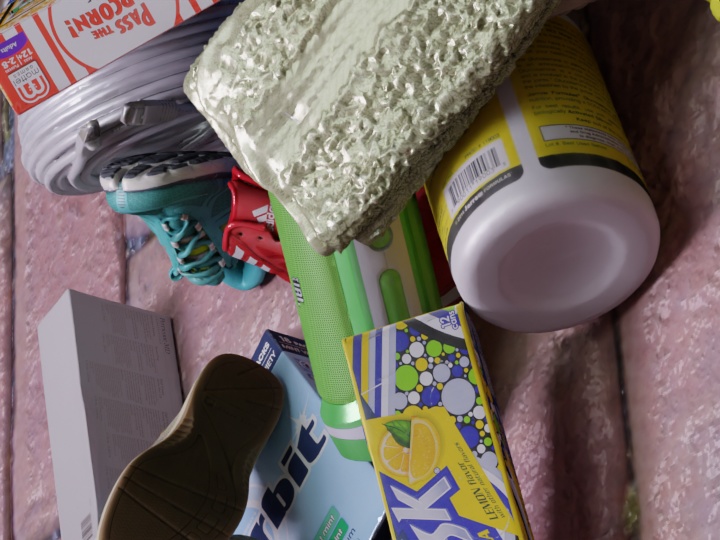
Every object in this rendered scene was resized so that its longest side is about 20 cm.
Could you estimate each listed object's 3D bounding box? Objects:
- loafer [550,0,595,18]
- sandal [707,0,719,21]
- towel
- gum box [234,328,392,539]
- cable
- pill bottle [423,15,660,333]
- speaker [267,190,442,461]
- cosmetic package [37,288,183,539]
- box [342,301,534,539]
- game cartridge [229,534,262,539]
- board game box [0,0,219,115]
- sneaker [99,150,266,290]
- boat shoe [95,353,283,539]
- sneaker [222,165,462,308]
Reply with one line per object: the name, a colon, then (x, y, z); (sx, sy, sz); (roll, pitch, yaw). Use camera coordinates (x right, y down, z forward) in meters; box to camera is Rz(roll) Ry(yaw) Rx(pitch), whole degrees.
loafer: (0.059, -0.182, 1.489); (0.199, 0.068, 0.076); (7, 43, 34)
sandal: (0.208, -0.160, 1.395); (0.087, 0.079, 0.200); (-53, 45, 23)
towel: (0.006, -0.121, 1.453); (0.148, 0.036, 0.200); (46, 106, 20)
gum box: (-0.041, 0.157, 1.652); (0.170, 0.044, 0.200); (-63, 34, 15)
cable: (-0.123, -0.108, 1.758); (0.200, 0.199, 0.069); (-33, 76, 57)
pill bottle: (0.084, -0.073, 1.503); (0.113, 0.112, 0.200); (-50, 38, 32)
speaker: (0.000, 0.000, 1.545); (0.088, 0.088, 0.201); (7, 115, 58)
cosmetic package: (-0.158, 0.112, 1.820); (0.051, 0.082, 0.201); (-48, 39, 38)
box: (0.050, 0.125, 1.445); (0.070, 0.064, 0.201); (-17, 68, 7)
game cartridge: (-0.012, 0.233, 1.527); (0.199, 0.041, 0.134); (15, 97, 40)
board game box: (-0.133, -0.161, 1.578); (0.151, 0.046, 0.200); (-29, 13, 6)
sneaker: (-0.097, -0.031, 1.718); (0.077, 0.200, 0.080); (-2, 82, 21)
boat shoe: (-0.103, 0.129, 1.606); (0.065, 0.072, 0.200); (-58, 3, 39)
sneaker: (-0.013, -0.020, 1.624); (0.200, 0.115, 0.079); (-17, 62, 55)
